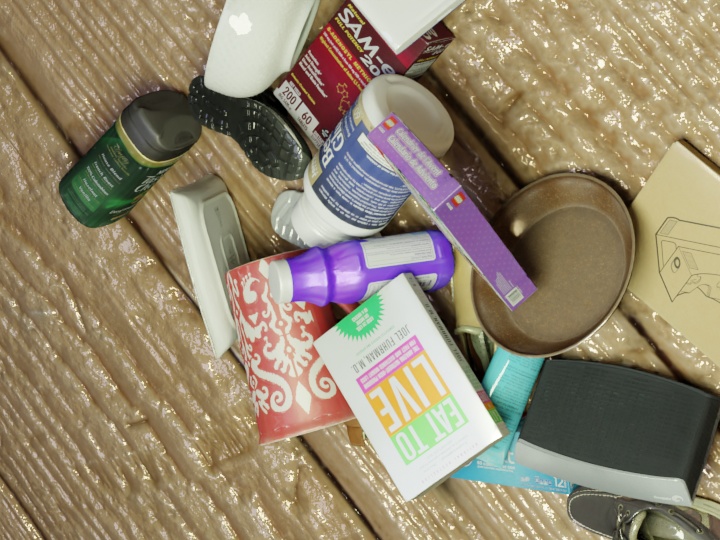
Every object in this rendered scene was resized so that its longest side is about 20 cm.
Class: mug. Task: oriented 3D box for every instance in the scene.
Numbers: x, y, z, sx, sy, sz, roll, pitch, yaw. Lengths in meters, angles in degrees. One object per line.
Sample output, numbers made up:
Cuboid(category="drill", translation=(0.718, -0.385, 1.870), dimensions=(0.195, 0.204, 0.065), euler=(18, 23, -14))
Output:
Cuboid(category="mug", translation=(-0.058, 0.079, 1.711), dimensions=(0.176, 0.133, 0.202), euler=(-17, 85, 4))

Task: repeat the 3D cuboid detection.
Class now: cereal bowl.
Cuboid(category="cereal bowl", translation=(-0.098, -0.278, 1.643), dimensions=(0.083, 0.200, 0.201), euler=(23, 120, 0))

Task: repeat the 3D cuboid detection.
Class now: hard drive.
Cuboid(category="hard drive", translation=(0.265, 0.161, 1.557), dimensions=(0.198, 0.136, 0.042), euler=(11, 156, 30))
Cuboid(category="hard drive", translation=(0.027, -0.345, 1.580), dimensions=(0.132, 0.025, 0.200), euler=(-38, 79, -2))

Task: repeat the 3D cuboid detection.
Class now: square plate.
Cuboid(category="square plate", translation=(-0.165, -0.012, 1.780), dimensions=(0.028, 0.200, 0.200), euler=(-13, 97, 11))

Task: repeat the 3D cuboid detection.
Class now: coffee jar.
Cuboid(category="coffee jar", translation=(-0.287, -0.141, 1.869), dimensions=(0.200, 0.104, 0.086), euler=(-40, 84, 38))

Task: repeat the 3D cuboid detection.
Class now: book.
Cuboid(category="book", translation=(0.054, 0.123, 1.584), dimensions=(0.133, 0.048, 0.201), euler=(-39, 75, 23))

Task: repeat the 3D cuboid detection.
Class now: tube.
Cuboid(category="tube", translation=(0.164, 0.111, 1.607), dimensions=(0.050, 0.077, 0.202), euler=(24, 91, 63))

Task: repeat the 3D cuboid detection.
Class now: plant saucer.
Cuboid(category="plant saucer", translation=(0.205, -0.002, 1.551), dimensions=(0.199, 0.037, 0.202), euler=(-19, 59, 35))

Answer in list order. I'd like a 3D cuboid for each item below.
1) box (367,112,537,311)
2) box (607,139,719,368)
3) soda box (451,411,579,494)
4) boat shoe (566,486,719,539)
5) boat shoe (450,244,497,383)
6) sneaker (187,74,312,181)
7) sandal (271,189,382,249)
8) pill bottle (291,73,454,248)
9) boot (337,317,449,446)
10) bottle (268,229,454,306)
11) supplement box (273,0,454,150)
Cuboid(category="box", translation=(0.094, -0.058, 1.508), dimensions=(0.039, 0.200, 0.137), euler=(-40, 48, 1))
Cuboid(category="box", translation=(0.352, -0.008, 1.502), dimensions=(0.200, 0.021, 0.164), euler=(42, 124, 17))
Cuboid(category="soda box", translation=(0.159, 0.198, 1.682), dimensions=(0.198, 0.064, 0.069), euler=(3, 107, 34))
Cuboid(category="boat shoe", translation=(0.305, 0.270, 1.600), dimensions=(0.199, 0.065, 0.073), euler=(10, 113, 34))
Cuboid(category="boat shoe", translation=(0.133, 0.052, 1.646), dimensions=(0.071, 0.076, 0.202), euler=(-10, 99, 38))
Cuboid(category="sneaker", translation=(-0.107, -0.176, 1.728), dimensions=(0.200, 0.087, 0.076), euler=(40, 128, 33))
Cuboid(category="sandal", translation=(-0.025, -0.040, 1.752), dimensions=(0.202, 0.050, 0.083), euler=(37, 109, 36))
Cuboid(category="pill bottle", translation=(0.006, -0.108, 1.624), dimensions=(0.111, 0.111, 0.200), euler=(49, 129, 12))
Cuboid(category="boot", translation=(0.037, 0.133, 1.740), dimensions=(0.199, 0.076, 0.157), euler=(-6, 100, 40))
Cuboid(category="bottle", translation=(0.000, 0.000, 1.626), dimensions=(0.084, 0.198, 0.066), euler=(136, 124, -68))
Cuboid(category="supplement box", translation=(0.001, -0.228, 1.660), dimensions=(0.109, 0.061, 0.200), euler=(51, 126, 11))
